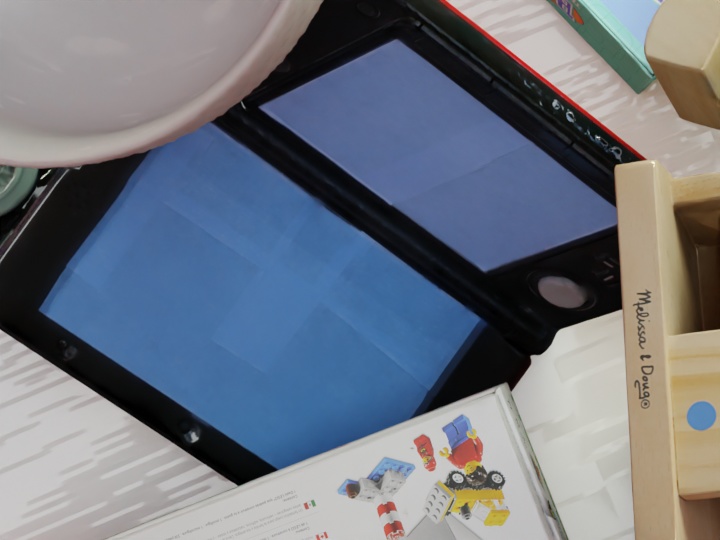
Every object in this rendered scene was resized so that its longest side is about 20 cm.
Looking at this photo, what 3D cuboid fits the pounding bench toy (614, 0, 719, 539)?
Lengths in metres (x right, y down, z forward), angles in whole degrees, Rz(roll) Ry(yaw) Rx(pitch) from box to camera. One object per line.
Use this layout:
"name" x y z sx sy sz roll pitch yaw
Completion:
"pounding bench toy" 0.173 -0.003 0.765 0.156 0.124 0.200 -9 71 21

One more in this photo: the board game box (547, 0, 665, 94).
"board game box" 0.130 -0.192 0.950 0.200 0.045 0.152 -43 88 -4

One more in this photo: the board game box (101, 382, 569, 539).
"board game box" -0.017 0.135 0.884 0.200 0.035 0.126 -21 87 10

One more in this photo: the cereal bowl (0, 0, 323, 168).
"cereal bowl" -0.090 -0.134 0.787 0.200 0.083 0.200 3 100 19

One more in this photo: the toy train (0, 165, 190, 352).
"toy train" -0.089 -0.064 0.924 0.114 0.085 0.200 36 84 -10

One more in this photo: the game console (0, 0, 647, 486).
"game console" 0.000 0.000 0.868 0.200 0.172 0.119 35 59 -24
